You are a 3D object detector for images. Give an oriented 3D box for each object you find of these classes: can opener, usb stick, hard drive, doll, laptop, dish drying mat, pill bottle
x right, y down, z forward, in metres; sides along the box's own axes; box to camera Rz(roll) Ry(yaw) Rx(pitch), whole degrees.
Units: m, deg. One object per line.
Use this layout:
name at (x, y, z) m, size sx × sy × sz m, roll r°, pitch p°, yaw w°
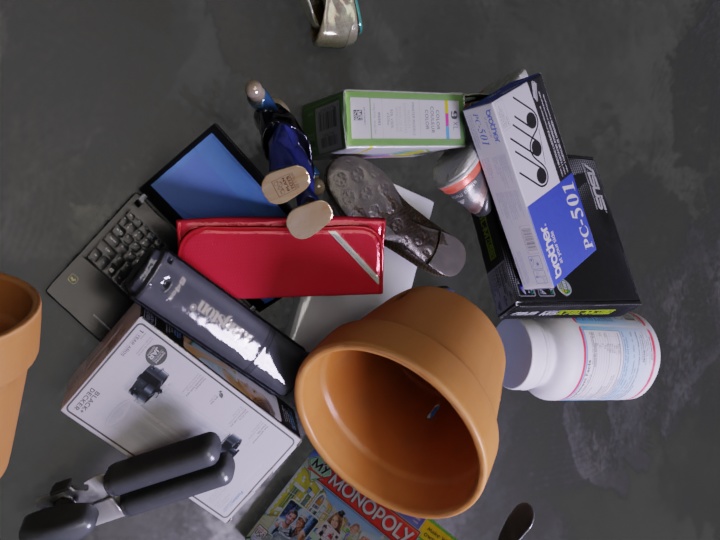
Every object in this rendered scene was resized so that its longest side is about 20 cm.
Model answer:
can opener at (-0.205, 0.202, 0.719) m, size 0.196 × 0.067 × 0.053 m, roll -22°, pitch 122°, yaw 9°
usb stick at (-0.127, 0.051, 0.748) m, size 0.199 × 0.032 × 0.056 m, roll 40°, pitch 85°, yaw -32°
hard drive at (0.000, 0.000, 0.888) m, size 0.130 × 0.027 × 0.205 m, roll 20°, pitch 81°, yaw -28°
doll at (-0.072, -0.117, 0.759) m, size 0.048 × 0.201 × 0.138 m, roll -29°, pitch 123°, yaw 7°
laptop at (-0.156, 0.004, 0.761) m, size 0.178 × 0.103 × 0.201 m, roll 47°, pitch 69°, yaw -20°
dish drying mat at (-0.073, -0.011, 0.758) m, size 0.194 × 0.018 × 0.079 m, roll -1°, pitch 109°, yaw -11°
pill bottle at (0.259, 0.102, 0.983) m, size 0.195 × 0.108 × 0.112 m, roll 4°, pitch 89°, yaw -27°

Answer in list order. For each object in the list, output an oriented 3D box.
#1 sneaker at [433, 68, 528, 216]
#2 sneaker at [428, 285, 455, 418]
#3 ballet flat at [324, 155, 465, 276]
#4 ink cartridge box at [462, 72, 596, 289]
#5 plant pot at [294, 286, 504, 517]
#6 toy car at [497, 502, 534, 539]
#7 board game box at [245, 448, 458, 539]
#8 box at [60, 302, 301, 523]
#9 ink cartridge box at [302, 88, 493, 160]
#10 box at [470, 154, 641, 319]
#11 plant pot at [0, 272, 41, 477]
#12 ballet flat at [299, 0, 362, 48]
sneaker at (0.148, -0.140, 0.906) m, size 0.082 × 0.076 × 0.202 m, roll 45°, pitch 59°, yaw -22°
sneaker at (0.111, 0.118, 0.915) m, size 0.077 × 0.089 × 0.206 m, roll -14°, pitch 98°, yaw -28°
ballet flat at (0.034, -0.054, 0.860) m, size 0.198 × 0.046 × 0.069 m, roll 32°, pitch 82°, yaw -30°
ink cartridge box at (0.182, -0.093, 0.855) m, size 0.093 × 0.044 × 0.204 m, roll -33°, pitch 108°, yaw -36°
plant pot at (0.053, 0.112, 0.780) m, size 0.203 × 0.197 × 0.140 m, roll 59°, pitch 43°, yaw -16°
toy car at (0.100, 0.322, 0.822) m, size 0.157 × 0.199 × 0.166 m, roll 38°, pitch 30°, yaw -23°
board game box at (-0.005, 0.276, 0.806) m, size 0.135 × 0.198 × 0.029 m, roll -49°, pitch 146°, yaw -17°
box at (-0.165, 0.133, 0.763) m, size 0.199 × 0.060 × 0.117 m, roll 41°, pitch 96°, yaw -22°
ink cartridge box at (0.046, -0.155, 0.865) m, size 0.195 × 0.103 × 0.061 m, roll -6°, pitch 94°, yaw -28°
box at (0.223, -0.044, 0.953) m, size 0.188 × 0.048 × 0.205 m, roll 1°, pitch 66°, yaw -26°
plant pot at (-0.346, 0.094, 0.623) m, size 0.195 × 0.199 × 0.144 m, roll -6°, pitch 110°, yaw -27°
ballet flat at (-0.045, -0.333, 0.836) m, size 0.061 × 0.067 × 0.205 m, roll -15°, pitch 98°, yaw -17°
